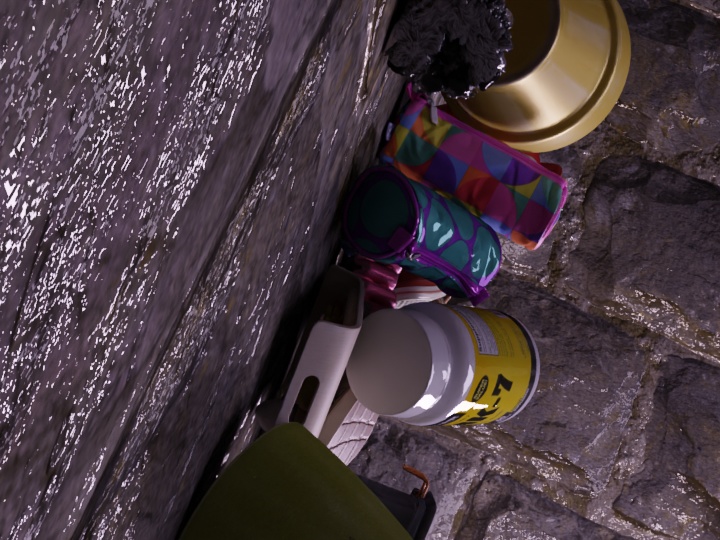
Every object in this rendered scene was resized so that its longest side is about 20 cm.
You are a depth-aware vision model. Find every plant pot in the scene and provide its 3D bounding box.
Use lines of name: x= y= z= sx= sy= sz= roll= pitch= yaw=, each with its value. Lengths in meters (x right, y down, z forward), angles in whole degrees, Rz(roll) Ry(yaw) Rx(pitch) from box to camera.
plant pot: x=-0.020 y=0.250 z=1.068 sx=0.187 sy=0.199 sz=0.188 roll=-47 pitch=155 yaw=-30
plant pot: x=0.155 y=-0.228 z=1.359 sx=0.203 sy=0.199 sz=0.189 roll=-68 pitch=161 yaw=5

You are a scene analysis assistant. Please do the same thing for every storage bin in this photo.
storage bin: x=0.003 y=0.278 z=1.550 sx=0.200 sy=0.133 sz=0.147 roll=94 pitch=21 yaw=-88

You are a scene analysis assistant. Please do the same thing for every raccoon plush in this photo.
raccoon plush: x=0.087 y=-0.231 z=1.105 sx=0.134 sy=0.096 sz=0.202 roll=-76 pitch=-176 yaw=-59

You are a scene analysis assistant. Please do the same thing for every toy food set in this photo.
toy food set: x=-0.049 y=0.084 z=1.235 sx=0.200 sy=0.060 sz=0.145 roll=-85 pitch=-165 yaw=-75

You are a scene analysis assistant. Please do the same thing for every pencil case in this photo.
pencil case: x=0.112 y=-0.101 z=1.372 sx=0.089 sy=0.199 sz=0.088 roll=-59 pitch=180 yaw=1
pencil case: x=0.060 y=-0.030 z=1.286 sx=0.085 sy=0.093 sz=0.199 roll=-34 pitch=155 yaw=19

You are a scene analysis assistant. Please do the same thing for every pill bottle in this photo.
pill bottle: x=0.078 y=0.089 z=1.300 sx=0.199 sy=0.114 sz=0.115 roll=8 pitch=107 yaw=-56

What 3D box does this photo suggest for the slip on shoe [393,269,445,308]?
slip on shoe: x=0.066 y=-0.002 z=1.495 sx=0.200 sy=0.073 sz=0.062 roll=-37 pitch=112 yaw=-64

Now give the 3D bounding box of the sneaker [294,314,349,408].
sneaker: x=-0.006 y=0.112 z=1.421 sx=0.076 sy=0.088 sz=0.202 roll=24 pitch=79 yaw=-42

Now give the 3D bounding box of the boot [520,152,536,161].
boot: x=0.097 y=-0.054 z=1.440 sx=0.096 sy=0.198 sz=0.074 roll=-87 pitch=153 yaw=-56

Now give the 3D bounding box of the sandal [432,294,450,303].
sandal: x=0.090 y=-0.014 z=1.700 sx=0.080 sy=0.053 sz=0.203 roll=-177 pitch=-107 yaw=-80

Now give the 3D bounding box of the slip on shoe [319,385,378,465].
slip on shoe: x=-0.052 y=0.181 z=1.337 sx=0.201 sy=0.060 sz=0.076 roll=-57 pitch=151 yaw=-10

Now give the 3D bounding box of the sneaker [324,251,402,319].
sneaker: x=0.000 y=0.000 z=1.376 sx=0.095 sy=0.079 sz=0.202 roll=-15 pitch=-125 yaw=52

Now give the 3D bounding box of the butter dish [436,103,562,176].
butter dish: x=0.122 y=-0.142 z=1.572 sx=0.200 sy=0.197 sz=0.150 roll=-55 pitch=142 yaw=-62
